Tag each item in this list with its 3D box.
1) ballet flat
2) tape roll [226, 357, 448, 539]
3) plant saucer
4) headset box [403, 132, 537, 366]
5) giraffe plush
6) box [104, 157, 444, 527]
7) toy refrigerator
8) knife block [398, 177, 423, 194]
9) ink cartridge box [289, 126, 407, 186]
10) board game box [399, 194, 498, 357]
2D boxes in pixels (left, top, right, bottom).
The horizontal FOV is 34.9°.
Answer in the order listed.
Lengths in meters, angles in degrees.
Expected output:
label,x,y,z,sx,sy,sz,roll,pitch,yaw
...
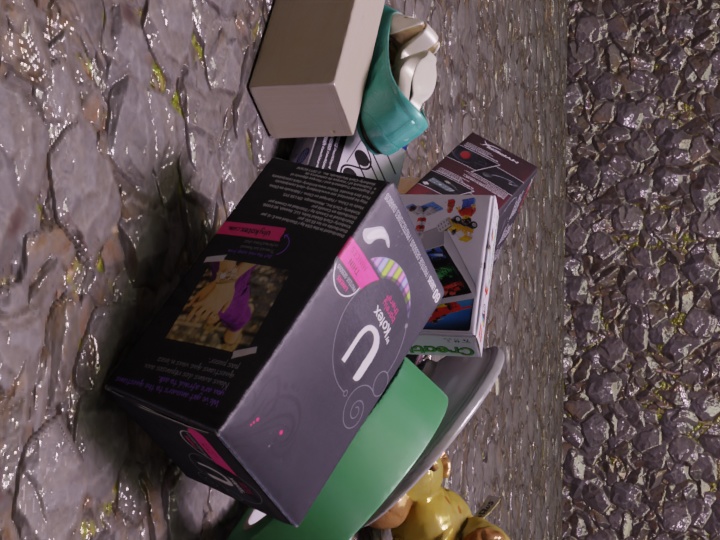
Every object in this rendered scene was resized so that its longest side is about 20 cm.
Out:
label,x,y,z,sx,sy,sz,roll,pitch,yaw
ballet flat,0.039,-0.182,1.022,0.067,0.070,0.201,47,32,-37
tape roll,-0.020,0.151,0.851,0.048,0.200,0.200,44,26,-3
plant saucer,0.044,0.132,1.005,0.200,0.050,0.200,-49,-179,1
headset box,0.068,-0.013,1.014,0.200,0.075,0.149,-44,160,-51
giraffe plush,0.060,0.246,1.187,0.163,0.172,0.200,59,40,-20
box,-0.049,0.043,0.753,0.200,0.106,0.122,-56,141,-23
toy refrigerator,-0.030,-0.208,0.988,0.070,0.076,0.201,67,28,-52
knife block,0.065,-0.011,1.309,0.176,0.064,0.201,72,25,-43
ink cartridge box,-0.007,-0.117,1.036,0.094,0.044,0.201,34,46,-24
board game box,0.000,0.000,0.876,0.035,0.199,0.127,69,28,-54
